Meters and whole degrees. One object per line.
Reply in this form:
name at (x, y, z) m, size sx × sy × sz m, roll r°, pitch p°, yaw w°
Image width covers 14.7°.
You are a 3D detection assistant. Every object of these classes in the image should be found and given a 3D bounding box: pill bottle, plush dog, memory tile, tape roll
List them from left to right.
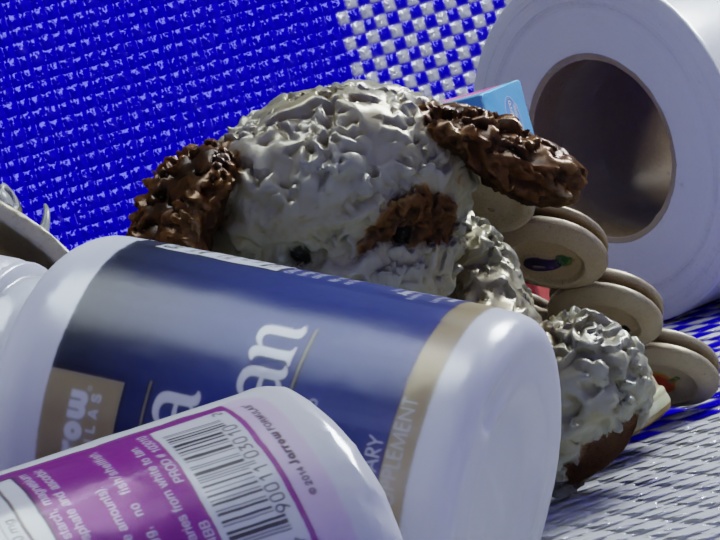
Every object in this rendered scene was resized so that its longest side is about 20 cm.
pill bottle at (-0.091, 0.109, 0.710) m, size 0.199 × 0.113 × 0.112 m, roll -17°, pitch 5°, yaw -22°
pill bottle at (-0.047, 0.050, 0.870) m, size 0.199 × 0.112 × 0.111 m, roll 11°, pitch 14°, yaw 20°
plush dog at (0.000, 0.000, 1.067) m, size 0.199 × 0.172 × 0.161 m, roll -15°, pitch 44°, yaw -7°
memory tile at (0.051, 0.013, 1.186) m, size 0.153 × 0.017 × 0.200 m, roll -11°, pitch -39°, yaw 36°
tape roll at (0.180, -0.083, 1.567) m, size 0.139 × 0.204 × 0.202 m, roll -19°, pitch 5°, yaw -41°

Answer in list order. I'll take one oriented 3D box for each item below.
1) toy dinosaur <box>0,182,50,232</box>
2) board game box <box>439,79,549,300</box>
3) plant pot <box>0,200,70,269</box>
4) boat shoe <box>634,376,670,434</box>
toy dinosaur at (-0.179, 0.061, 1.236) m, size 0.077 × 0.201 × 0.102 m, roll 27°, pitch -4°, yaw 7°
board game box at (0.016, -0.007, 1.499) m, size 0.199 × 0.154 × 0.040 m, roll -13°, pitch 6°, yaw 37°
plant pot at (-0.176, 0.076, 1.077) m, size 0.200 × 0.201 × 0.184 m, roll -16°, pitch -7°, yaw -3°
boat shoe at (0.034, 0.059, 1.179) m, size 0.199 × 0.065 × 0.072 m, roll -13°, pitch 5°, yaw 32°
